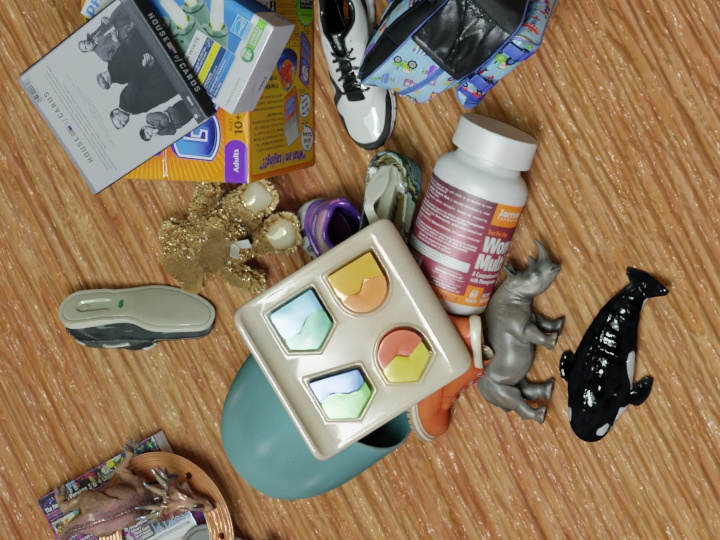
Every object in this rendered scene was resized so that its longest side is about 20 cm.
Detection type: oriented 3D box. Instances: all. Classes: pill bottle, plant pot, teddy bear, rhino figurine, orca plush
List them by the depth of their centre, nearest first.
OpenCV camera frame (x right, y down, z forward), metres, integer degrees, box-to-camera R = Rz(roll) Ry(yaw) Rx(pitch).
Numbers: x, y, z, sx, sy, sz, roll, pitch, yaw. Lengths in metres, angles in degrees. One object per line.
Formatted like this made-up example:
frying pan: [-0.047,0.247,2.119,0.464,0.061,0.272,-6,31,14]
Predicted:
orca plush: [0.276,0.102,1.620,0.105,0.071,0.201,36,109,11]
pill bottle: [0.120,-0.062,1.629,0.108,0.109,0.202,24,106,14]
rhino figurine: [0.181,0.065,1.656,0.086,0.060,0.203,10,101,15]
plant pot: [-0.066,0.165,1.694,0.201,0.200,0.161,49,118,6]
teddy bear: [-0.150,-0.044,1.731,0.144,0.067,0.200,37,134,-7]

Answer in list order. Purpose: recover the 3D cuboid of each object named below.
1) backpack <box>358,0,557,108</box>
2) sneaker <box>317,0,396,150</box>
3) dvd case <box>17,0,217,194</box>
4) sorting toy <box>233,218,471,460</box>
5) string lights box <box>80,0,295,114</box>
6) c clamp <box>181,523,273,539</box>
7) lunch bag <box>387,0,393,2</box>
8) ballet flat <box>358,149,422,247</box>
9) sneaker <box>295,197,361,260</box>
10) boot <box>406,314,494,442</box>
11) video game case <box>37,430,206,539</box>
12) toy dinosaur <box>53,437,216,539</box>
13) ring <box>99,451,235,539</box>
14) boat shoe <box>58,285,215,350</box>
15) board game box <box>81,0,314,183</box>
backpack: [0.095,-0.255,1.574,0.134,0.184,0.200,38,129,-14]
sneaker: [-0.014,-0.233,1.665,0.073,0.080,0.203,-11,96,21]
dvd case: [-0.255,-0.182,1.533,0.199,0.025,0.151,-26,100,40]
sorting toy: [-0.007,0.072,1.552,0.199,0.036,0.187,-32,93,-4]
string lights box: [-0.177,-0.257,1.514,0.199,0.059,0.104,33,110,12]
c clamp: [-0.163,0.401,1.819,0.170,0.027,0.202,32,108,7]
lunch bag: [0.004,-0.420,1.587,0.169,0.124,0.201,29,82,28]
ballet flat: [0.018,-0.039,1.609,0.073,0.074,0.203,1,66,19]
sneaker: [0.000,0.000,1.682,0.202,0.080,0.088,59,153,2]
boot: [0.098,0.121,1.655,0.106,0.076,0.201,-6,139,4]
video game case: [-0.290,0.327,1.879,0.199,0.036,0.183,-30,89,21]
toy dinosaur: [-0.284,0.281,1.749,0.198,0.135,0.087,-29,113,-20]
ring: [-0.237,0.322,1.820,0.198,0.019,0.204,2,94,25]
boat shoe: [-0.269,0.064,1.823,0.197,0.072,0.068,0,135,13]
board game box: [-0.176,-0.210,1.661,0.197,0.200,0.203,3,100,19]
